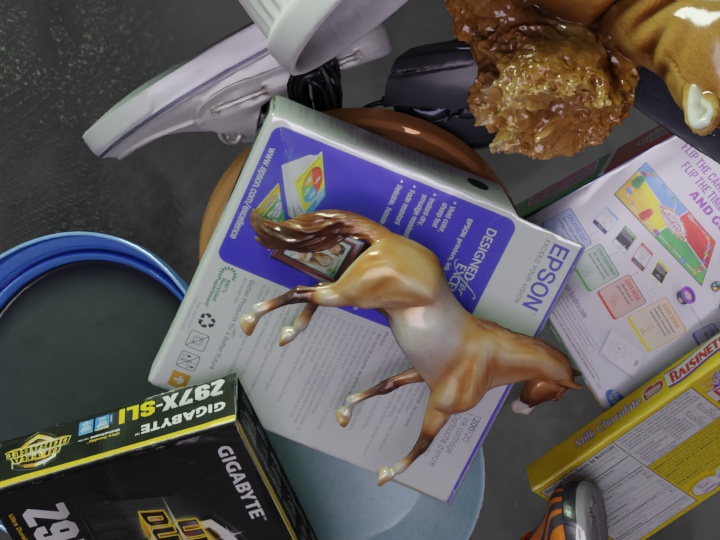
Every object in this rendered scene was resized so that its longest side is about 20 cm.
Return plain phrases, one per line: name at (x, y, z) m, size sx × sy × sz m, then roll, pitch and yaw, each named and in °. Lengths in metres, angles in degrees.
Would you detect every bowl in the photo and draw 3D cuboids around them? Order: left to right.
bowl at (-0.177, 0.076, 1.499) m, size 0.200 × 0.039 × 0.201 m, roll -1°, pitch 86°, yaw 17°

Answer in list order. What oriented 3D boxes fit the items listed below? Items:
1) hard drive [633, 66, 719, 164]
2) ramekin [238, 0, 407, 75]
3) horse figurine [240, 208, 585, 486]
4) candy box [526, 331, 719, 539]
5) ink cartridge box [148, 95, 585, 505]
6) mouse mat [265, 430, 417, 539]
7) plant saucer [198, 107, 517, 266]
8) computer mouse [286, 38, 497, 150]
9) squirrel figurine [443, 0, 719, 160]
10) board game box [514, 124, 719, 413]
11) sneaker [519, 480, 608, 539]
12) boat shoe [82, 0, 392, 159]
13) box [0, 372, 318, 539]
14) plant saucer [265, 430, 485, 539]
hard drive at (0.239, -0.120, 1.376) m, size 0.200 × 0.042 × 0.135 m, roll 34°, pitch 90°, yaw 14°
ramekin at (0.001, -0.213, 1.317) m, size 0.200 × 0.200 × 0.105 m, roll -42°, pitch 86°, yaw 18°
horse figurine at (0.020, 0.034, 1.346) m, size 0.132 × 0.050 × 0.200 m, roll -32°, pitch 111°, yaw 18°
candy box at (0.210, 0.097, 1.468) m, size 0.200 × 0.026 × 0.102 m, roll -37°, pitch 128°, yaw 22°
ink cartridge box at (0.002, 0.020, 1.392) m, size 0.200 × 0.043 × 0.198 m, roll 23°, pitch 116°, yaw -7°
mouse mat at (-0.051, 0.105, 1.546) m, size 0.161 × 0.008 × 0.200 m, roll -6°, pitch 108°, yaw 10°
plant saucer at (0.000, 0.000, 1.427) m, size 0.200 × 0.037 × 0.200 m, roll 1°, pitch 117°, yaw 3°
computer mouse at (0.061, -0.079, 1.432) m, size 0.200 × 0.046 × 0.141 m, roll -10°, pitch 126°, yaw -5°
squirrel figurine at (0.150, -0.142, 1.324) m, size 0.200 × 0.142 × 0.187 m, roll -39°, pitch 81°, yaw 21°
board game box at (0.205, -0.013, 1.455) m, size 0.200 × 0.040 × 0.153 m, roll -29°, pitch 102°, yaw 15°
sneaker at (0.097, 0.204, 1.494) m, size 0.112 × 0.078 × 0.200 m, roll 6°, pitch 136°, yaw 8°
boat shoe at (-0.074, -0.110, 1.448) m, size 0.200 × 0.072 × 0.066 m, roll -29°, pitch 98°, yaw 7°
box at (-0.115, 0.167, 1.436) m, size 0.160 × 0.049 × 0.200 m, roll -15°, pitch 127°, yaw 10°
plant saucer at (-0.018, 0.122, 1.524) m, size 0.201 × 0.039 × 0.201 m, roll 2°, pitch 109°, yaw 6°
